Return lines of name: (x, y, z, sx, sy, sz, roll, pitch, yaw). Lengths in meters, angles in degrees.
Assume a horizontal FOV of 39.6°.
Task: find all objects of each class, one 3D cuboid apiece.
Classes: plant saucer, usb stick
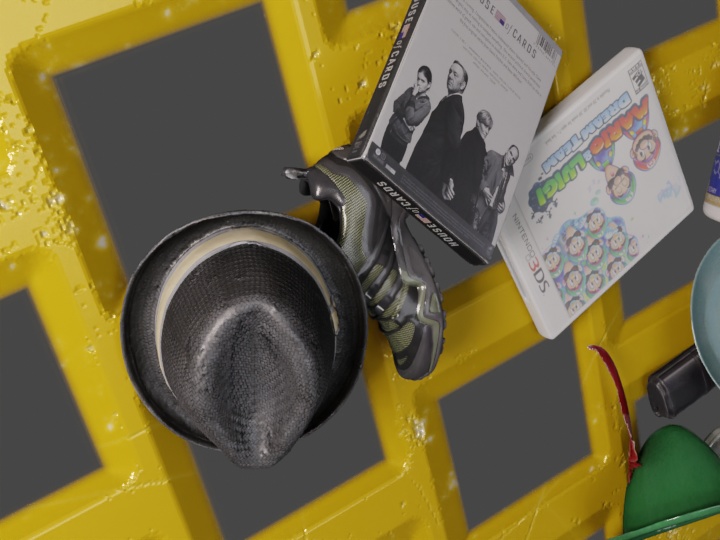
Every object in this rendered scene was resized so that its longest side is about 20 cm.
plant saucer: (0.412, 0.052, 1.020, 0.199, 0.039, 0.203, 3, 80, -18)
usb stick: (0.378, 0.085, 1.045, 0.199, 0.033, 0.056, -31, 112, -19)

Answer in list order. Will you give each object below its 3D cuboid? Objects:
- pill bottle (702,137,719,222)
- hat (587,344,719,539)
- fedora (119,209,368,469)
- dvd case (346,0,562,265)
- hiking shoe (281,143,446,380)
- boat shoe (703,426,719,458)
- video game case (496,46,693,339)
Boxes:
pill bottle: (0.402, -0.137, 0.932, 0.119, 0.119, 0.202, 3, 104, -32)
hat: (0.305, 0.171, 1.025, 0.164, 0.200, 0.178, -13, 70, -12)
fedora: (-0.077, 0.063, 0.693, 0.198, 0.092, 0.203, -4, 117, -8)
dvd case: (0.079, -0.128, 0.759, 0.150, 0.025, 0.202, 36, 65, -35)
hiking shoe: (0.000, 0.000, 0.772, 0.100, 0.076, 0.202, -21, 107, -15)
boat shoe: (0.436, 0.242, 1.113, 0.075, 0.065, 0.202, -49, 124, -8)
video game case: (0.205, -0.067, 0.894, 0.200, 0.024, 0.183, -40, 122, -14)
